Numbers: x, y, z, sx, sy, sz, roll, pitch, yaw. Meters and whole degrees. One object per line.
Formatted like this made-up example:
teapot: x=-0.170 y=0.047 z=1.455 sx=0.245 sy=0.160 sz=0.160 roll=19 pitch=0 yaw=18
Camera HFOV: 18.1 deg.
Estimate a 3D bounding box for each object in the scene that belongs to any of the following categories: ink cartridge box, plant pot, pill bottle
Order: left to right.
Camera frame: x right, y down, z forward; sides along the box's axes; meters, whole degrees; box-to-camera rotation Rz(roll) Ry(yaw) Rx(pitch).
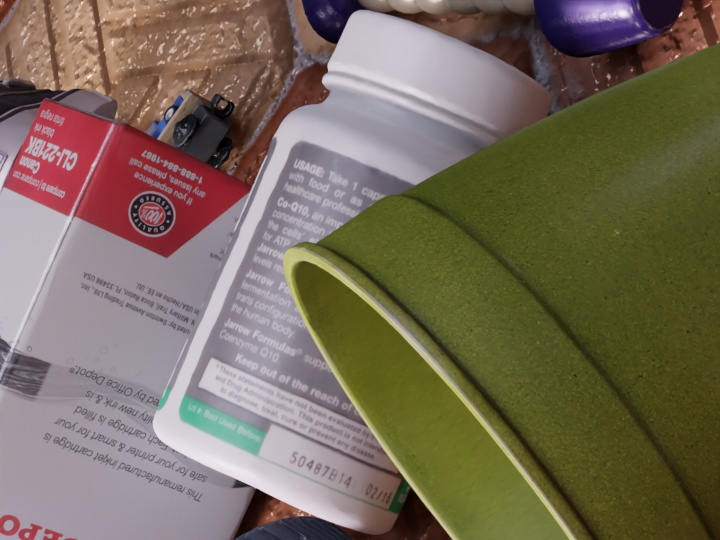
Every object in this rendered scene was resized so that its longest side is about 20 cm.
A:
ink cartridge box: x=-0.110 y=0.045 z=1.015 sx=0.084 sy=0.144 sz=0.201 roll=20 pitch=85 yaw=56
pill bottle: x=0.000 y=0.000 z=0.956 sx=0.113 sy=0.113 sz=0.201 roll=21 pitch=87 yaw=48
plant pot: x=0.109 y=0.015 z=0.778 sx=0.193 sy=0.201 sz=0.200 roll=-38 pitch=42 yaw=-11

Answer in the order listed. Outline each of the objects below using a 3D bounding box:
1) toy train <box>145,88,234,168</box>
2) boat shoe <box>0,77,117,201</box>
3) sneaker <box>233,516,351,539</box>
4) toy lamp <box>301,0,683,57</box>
toy train: x=-0.127 y=-0.012 z=1.150 sx=0.200 sy=0.034 sz=0.046 roll=-52 pitch=31 yaw=14
boat shoe: x=-0.175 y=-0.063 z=1.111 sx=0.068 sy=0.200 sz=0.072 roll=27 pitch=102 yaw=5
sneaker: x=-0.076 y=0.188 z=0.978 sx=0.070 sy=0.082 sz=0.200 roll=43 pitch=81 yaw=13
toy lamp: x=0.057 y=-0.123 z=1.003 sx=0.200 sy=0.058 sz=0.058 roll=5 pitch=75 yaw=48
